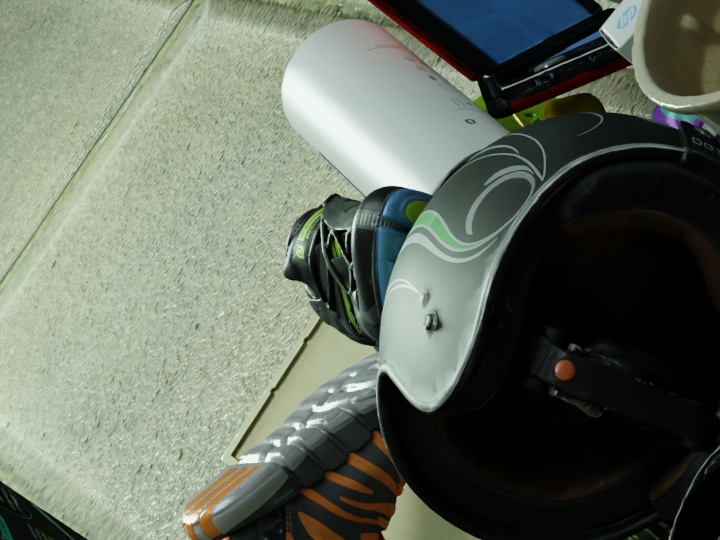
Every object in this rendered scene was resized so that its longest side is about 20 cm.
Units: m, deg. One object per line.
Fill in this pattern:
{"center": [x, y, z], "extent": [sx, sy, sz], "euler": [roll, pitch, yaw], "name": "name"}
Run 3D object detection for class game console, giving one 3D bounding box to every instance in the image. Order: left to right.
{"center": [0.116, -0.168, 1.639], "extent": [0.172, 0.119, 0.200], "euler": [-22, 5, 30], "name": "game console"}

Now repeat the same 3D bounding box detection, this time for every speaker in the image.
{"center": [0.029, -0.069, 1.588], "extent": [0.081, 0.081, 0.200], "euler": [-52, 35, 5], "name": "speaker"}

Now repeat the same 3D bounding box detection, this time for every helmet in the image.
{"center": [0.100, 0.029, 1.316], "extent": [0.201, 0.200, 0.191], "euler": [-58, 8, -11], "name": "helmet"}

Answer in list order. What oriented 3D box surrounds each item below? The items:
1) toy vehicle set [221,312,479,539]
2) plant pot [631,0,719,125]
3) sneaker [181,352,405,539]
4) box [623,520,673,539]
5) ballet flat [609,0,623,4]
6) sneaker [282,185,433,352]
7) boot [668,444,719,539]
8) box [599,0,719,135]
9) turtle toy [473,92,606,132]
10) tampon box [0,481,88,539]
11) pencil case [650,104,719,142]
{"center": [0.020, 0.099, 1.594], "extent": [0.200, 0.026, 0.125], "euler": [32, 87, 44], "name": "toy vehicle set"}
{"center": [0.258, -0.105, 1.312], "extent": [0.200, 0.183, 0.201], "euler": [-43, 25, 25], "name": "plant pot"}
{"center": [0.005, 0.119, 1.528], "extent": [0.200, 0.112, 0.078], "euler": [-37, 12, -23], "name": "sneaker"}
{"center": [0.132, 0.164, 1.353], "extent": [0.160, 0.049, 0.200], "euler": [-52, 22, -1], "name": "box"}
{"center": [0.189, -0.153, 1.499], "extent": [0.068, 0.199, 0.073], "euler": [-53, -13, -42], "name": "ballet flat"}
{"center": [0.000, 0.000, 1.444], "extent": [0.200, 0.082, 0.071], "euler": [108, -174, -80], "name": "sneaker"}
{"center": [0.211, 0.077, 1.200], "extent": [0.077, 0.138, 0.201], "euler": [-21, 38, 55], "name": "boot"}
{"center": [0.242, -0.146, 1.442], "extent": [0.200, 0.156, 0.041], "euler": [-51, 21, 9], "name": "box"}
{"center": [0.086, -0.037, 1.665], "extent": [0.145, 0.101, 0.200], "euler": [-12, 39, 26], "name": "turtle toy"}
{"center": [-0.189, 0.227, 1.703], "extent": [0.126, 0.200, 0.150], "euler": [-54, 21, 1], "name": "tampon box"}
{"center": [0.150, -0.016, 1.527], "extent": [0.200, 0.085, 0.092], "euler": [-56, -14, -2], "name": "pencil case"}
